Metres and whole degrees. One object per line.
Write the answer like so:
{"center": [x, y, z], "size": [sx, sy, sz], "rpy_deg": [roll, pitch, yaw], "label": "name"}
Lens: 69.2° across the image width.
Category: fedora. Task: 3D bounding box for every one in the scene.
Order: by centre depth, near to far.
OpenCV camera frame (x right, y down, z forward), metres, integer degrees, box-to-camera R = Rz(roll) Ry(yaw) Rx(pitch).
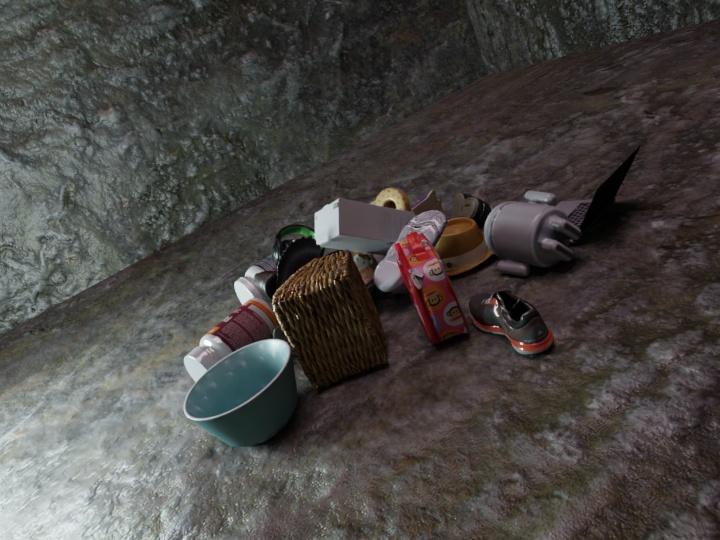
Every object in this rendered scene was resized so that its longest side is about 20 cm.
{"center": [0.206, -0.062, 1.152], "size": [0.198, 0.083, 0.201], "rpy_deg": [-22, 20, 8], "label": "fedora"}

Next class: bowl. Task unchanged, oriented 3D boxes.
{"center": [-0.186, 0.219, 0.893], "size": [0.198, 0.106, 0.201], "rpy_deg": [-23, 22, 9], "label": "bowl"}

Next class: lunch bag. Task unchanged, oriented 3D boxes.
{"center": [0.120, 0.016, 0.935], "size": [0.081, 0.178, 0.200], "rpy_deg": [-22, 21, 4], "label": "lunch bag"}

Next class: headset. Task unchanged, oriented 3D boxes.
{"center": [-0.150, -0.039, 1.225], "size": [0.122, 0.094, 0.202], "rpy_deg": [19, 49, -4], "label": "headset"}

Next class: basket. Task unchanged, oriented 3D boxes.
{"center": [-0.052, 0.080, 0.938], "size": [0.147, 0.202, 0.143], "rpy_deg": [-22, 22, 8], "label": "basket"}

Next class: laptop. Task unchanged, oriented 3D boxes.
{"center": [0.437, -0.148, 1.055], "size": [0.187, 0.117, 0.199], "rpy_deg": [-37, 24, -31], "label": "laptop"}

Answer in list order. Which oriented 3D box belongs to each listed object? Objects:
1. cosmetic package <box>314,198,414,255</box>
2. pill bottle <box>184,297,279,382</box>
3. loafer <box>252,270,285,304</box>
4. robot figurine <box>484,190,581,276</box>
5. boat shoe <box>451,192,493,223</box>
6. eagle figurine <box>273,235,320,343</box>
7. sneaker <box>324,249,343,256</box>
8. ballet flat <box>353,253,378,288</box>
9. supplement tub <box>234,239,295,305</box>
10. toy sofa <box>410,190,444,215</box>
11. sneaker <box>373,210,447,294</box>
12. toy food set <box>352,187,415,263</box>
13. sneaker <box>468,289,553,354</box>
{"center": [0.010, -0.090, 1.128], "size": [0.197, 0.082, 0.112], "rpy_deg": [4, -13, -30], "label": "cosmetic package"}
{"center": [-0.268, 0.158, 1.114], "size": [0.113, 0.115, 0.200], "rpy_deg": [-4, 29, 43], "label": "pill bottle"}
{"center": [-0.165, 0.054, 1.139], "size": [0.071, 0.201, 0.073], "rpy_deg": [26, 69, 34], "label": "loafer"}
{"center": [0.318, -0.071, 1.002], "size": [0.199, 0.112, 0.171], "rpy_deg": [23, 87, 57], "label": "robot figurine"}
{"center": [0.283, -0.156, 1.344], "size": [0.067, 0.073, 0.200], "rpy_deg": [10, 10, -10], "label": "boat shoe"}
{"center": [-0.102, 0.054, 1.075], "size": [0.149, 0.203, 0.152], "rpy_deg": [3, -31, -19], "label": "eagle figurine"}
{"center": [-0.048, -0.014, 1.262], "size": [0.085, 0.075, 0.200], "rpy_deg": [-50, -5, 20], "label": "sneaker"}
{"center": [0.000, 0.000, 1.139], "size": [0.070, 0.066, 0.200], "rpy_deg": [-28, 5, 9], "label": "ballet flat"}
{"center": [-0.200, 0.027, 1.313], "size": [0.199, 0.142, 0.140], "rpy_deg": [-36, 24, -28], "label": "supplement tub"}
{"center": [0.130, -0.127, 1.373], "size": [0.082, 0.099, 0.200], "rpy_deg": [2, 35, 49], "label": "toy sofa"}
{"center": [0.114, -0.031, 1.094], "size": [0.075, 0.115, 0.201], "rpy_deg": [41, 93, 26], "label": "sneaker"}
{"center": [0.056, -0.083, 1.261], "size": [0.199, 0.200, 0.048], "rpy_deg": [-31, -24, 25], "label": "toy food set"}
{"center": [0.234, 0.059, 0.840], "size": [0.076, 0.083, 0.200], "rpy_deg": [-29, 22, -11], "label": "sneaker"}
